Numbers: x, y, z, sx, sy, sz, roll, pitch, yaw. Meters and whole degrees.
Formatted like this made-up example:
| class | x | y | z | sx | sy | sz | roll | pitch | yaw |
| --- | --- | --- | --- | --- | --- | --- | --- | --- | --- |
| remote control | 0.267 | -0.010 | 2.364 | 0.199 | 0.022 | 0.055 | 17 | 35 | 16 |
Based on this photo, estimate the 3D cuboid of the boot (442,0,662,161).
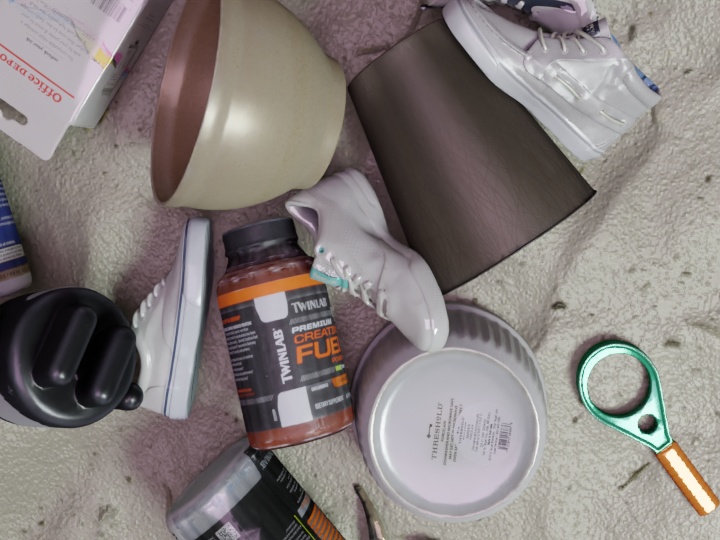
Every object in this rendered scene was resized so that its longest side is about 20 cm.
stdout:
| class | x | y | z | sx | sy | sz | roll | pitch | yaw |
| --- | --- | --- | --- | --- | --- | --- | --- | --- | --- |
| boot | 0.167 | -0.186 | 0.740 | 0.199 | 0.074 | 0.095 | 34 | 123 | -24 |

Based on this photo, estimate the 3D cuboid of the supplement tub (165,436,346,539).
| class | x | y | z | sx | sy | sz | roll | pitch | yaw |
| --- | --- | --- | --- | --- | --- | --- | --- | --- | --- |
| supplement tub | -0.084 | 0.273 | 0.844 | 0.122 | 0.123 | 0.201 | -39 | 94 | 7 |

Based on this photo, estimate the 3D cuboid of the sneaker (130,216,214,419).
| class | x | y | z | sx | sy | sz | roll | pitch | yaw |
| --- | --- | --- | --- | --- | --- | --- | --- | --- | --- |
| sneaker | -0.186 | 0.046 | 0.841 | 0.069 | 0.073 | 0.204 | 10 | 99 | -3 |

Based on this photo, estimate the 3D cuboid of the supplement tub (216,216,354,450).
| class | x | y | z | sx | sy | sz | roll | pitch | yaw |
| --- | --- | --- | --- | --- | --- | --- | --- | --- | --- |
| supplement tub | -0.075 | 0.057 | 0.814 | 0.105 | 0.107 | 0.204 | -14 | 88 | 5 |

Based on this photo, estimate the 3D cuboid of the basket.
| class | x | y | z | sx | sy | sz | roll | pitch | yaw |
| --- | --- | --- | --- | --- | --- | --- | --- | --- | --- |
| basket | 0.084 | -0.107 | 0.781 | 0.179 | 0.136 | 0.202 | -33 | 92 | 2 |

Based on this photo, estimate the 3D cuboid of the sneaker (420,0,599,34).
| class | x | y | z | sx | sy | sz | roll | pitch | yaw |
| --- | --- | --- | --- | --- | --- | --- | --- | --- | --- |
| sneaker | 0.123 | -0.251 | 0.786 | 0.128 | 0.080 | 0.201 | -33 | 102 | 14 |

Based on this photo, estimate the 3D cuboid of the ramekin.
| class | x | y | z | sx | sy | sz | roll | pitch | yaw |
| --- | --- | --- | --- | --- | --- | --- | --- | --- | --- |
| ramekin | 0.085 | 0.138 | 0.826 | 0.195 | 0.105 | 0.205 | 0 | 98 | 3 |

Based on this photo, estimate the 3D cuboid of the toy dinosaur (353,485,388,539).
| class | x | y | z | sx | sy | sz | roll | pitch | yaw |
| --- | --- | --- | --- | --- | --- | --- | --- | --- | --- |
| toy dinosaur | 0.045 | 0.319 | 0.885 | 0.086 | 0.047 | 0.205 | -6 | 95 | 10 |

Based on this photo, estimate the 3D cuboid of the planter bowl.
| class | x | y | z | sx | sy | sz | roll | pitch | yaw |
| --- | --- | --- | --- | --- | --- | --- | --- | --- | --- |
| planter bowl | -0.094 | -0.144 | 0.764 | 0.132 | 0.200 | 0.204 | 10 | 100 | -25 |

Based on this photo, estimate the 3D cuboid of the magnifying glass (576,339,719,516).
| class | x | y | z | sx | sy | sz | roll | pitch | yaw |
| --- | --- | --- | --- | --- | --- | --- | --- | --- | --- |
| magnifying glass | 0.288 | 0.157 | 0.861 | 0.079 | 0.022 | 0.201 | -37 | 96 | 7 |

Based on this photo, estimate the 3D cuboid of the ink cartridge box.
| class | x | y | z | sx | sy | sz | roll | pitch | yaw |
| --- | --- | --- | --- | --- | --- | --- | --- | --- | --- |
| ink cartridge box | -0.275 | -0.216 | 0.812 | 0.116 | 0.068 | 0.202 | 35 | 97 | -2 |

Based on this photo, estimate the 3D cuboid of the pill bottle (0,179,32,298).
| class | x | y | z | sx | sy | sz | roll | pitch | yaw |
| --- | --- | --- | --- | --- | --- | --- | --- | --- | --- |
| pill bottle | -0.391 | -0.066 | 0.816 | 0.109 | 0.111 | 0.204 | -14 | 97 | 5 |

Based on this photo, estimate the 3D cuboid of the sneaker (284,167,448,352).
| class | x | y | z | sx | sy | sz | roll | pitch | yaw |
| --- | --- | --- | --- | --- | --- | --- | --- | --- | --- |
| sneaker | 0.000 | 0.000 | 0.774 | 0.087 | 0.076 | 0.201 | -20 | 58 | -24 |

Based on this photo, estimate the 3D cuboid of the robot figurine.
| class | x | y | z | sx | sy | sz | roll | pitch | yaw |
| --- | --- | --- | --- | --- | --- | --- | --- | --- | --- |
| robot figurine | -0.284 | 0.083 | 0.795 | 0.198 | 0.124 | 0.153 | -8 | 107 | 47 |
